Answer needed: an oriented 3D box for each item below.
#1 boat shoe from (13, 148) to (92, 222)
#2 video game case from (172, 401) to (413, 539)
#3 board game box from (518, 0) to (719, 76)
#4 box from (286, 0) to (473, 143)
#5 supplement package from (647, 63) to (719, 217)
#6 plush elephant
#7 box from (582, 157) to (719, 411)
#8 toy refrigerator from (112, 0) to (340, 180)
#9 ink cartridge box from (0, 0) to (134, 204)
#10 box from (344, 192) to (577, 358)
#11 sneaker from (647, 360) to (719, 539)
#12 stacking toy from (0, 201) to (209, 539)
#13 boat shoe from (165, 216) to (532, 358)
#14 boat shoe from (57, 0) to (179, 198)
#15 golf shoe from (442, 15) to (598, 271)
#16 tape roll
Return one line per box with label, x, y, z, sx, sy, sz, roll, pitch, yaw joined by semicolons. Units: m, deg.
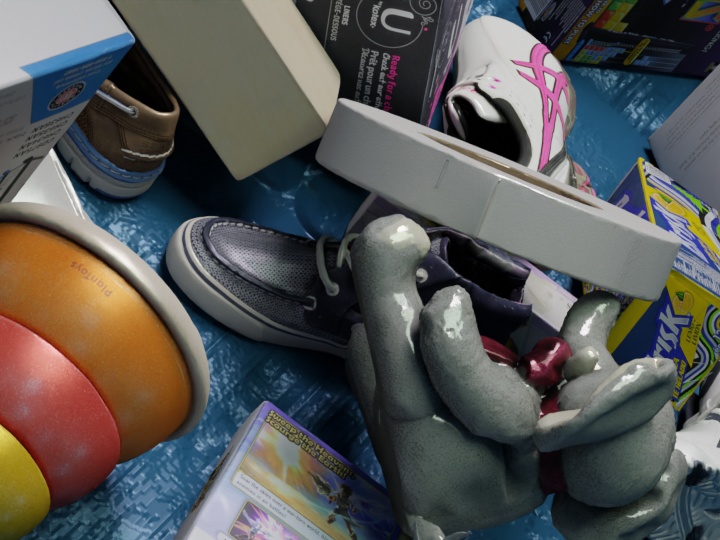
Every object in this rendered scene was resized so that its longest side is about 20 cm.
boat shoe;-0.198;-0.074;1.361;0.200;0.070;0.071;48;39;10
video game case;-0.007;0.184;1.293;0.200;0.045;0.182;37;38;-5
board game box;0.225;-0.216;1.739;0.165;0.200;0.057;3;50;-37
box;0.011;-0.178;1.562;0.114;0.133;0.200;14;40;6
supplement package;0.292;-0.034;1.686;0.121;0.120;0.201;7;49;-36
plush elephant;0.087;0.069;1.316;0.154;0.165;0.201;-12;59;-8
box;0.174;0.004;1.542;0.064;0.070;0.200;34;17;-9
toy refrigerator;-0.093;-0.154;1.426;0.200;0.070;0.076;55;19;-22
ink cartridge box;-0.237;-0.083;1.234;0.145;0.200;0.147;52;40;10
box;0.083;0.017;1.531;0.200;0.041;0.039;38;37;-6
sneaker;0.205;0.089;1.533;0.198;0.080;0.130;7;48;-35
stacking toy;-0.177;0.078;1.217;0.146;0.146;0.200;41;56;0
boat shoe;0.000;0.000;1.436;0.199;0.093;0.075;21;43;-24
boat shoe;-0.162;-0.138;1.447;0.200;0.072;0.072;50;39;11
golf shoe;0.086;-0.096;1.584;0.092;0.072;0.201;43;22;-39
tape roll;0.073;-0.038;1.398;0.202;0.037;0.203;23;7;-3
